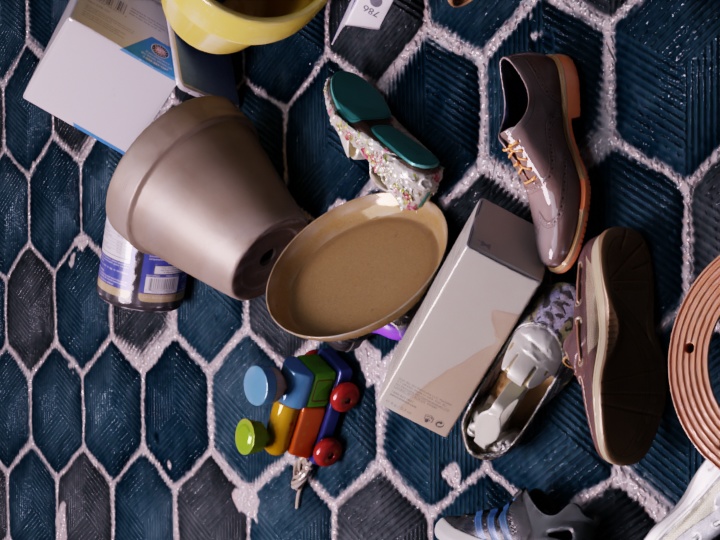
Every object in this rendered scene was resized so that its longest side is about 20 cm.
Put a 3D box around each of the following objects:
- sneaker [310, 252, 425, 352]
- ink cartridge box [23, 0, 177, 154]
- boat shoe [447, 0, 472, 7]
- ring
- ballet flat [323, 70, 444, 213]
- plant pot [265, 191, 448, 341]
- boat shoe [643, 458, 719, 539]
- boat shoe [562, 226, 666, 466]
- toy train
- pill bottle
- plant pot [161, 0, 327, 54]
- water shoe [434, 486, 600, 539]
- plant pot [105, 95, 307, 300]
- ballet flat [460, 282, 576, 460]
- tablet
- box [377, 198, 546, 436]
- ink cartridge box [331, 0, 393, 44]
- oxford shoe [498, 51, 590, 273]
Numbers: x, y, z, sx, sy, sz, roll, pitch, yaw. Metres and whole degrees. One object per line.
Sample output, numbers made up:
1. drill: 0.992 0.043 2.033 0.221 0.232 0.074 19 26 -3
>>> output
1. sneaker: 0.001 0.044 1.674 0.200 0.069 0.101 37 127 50
2. ink cartridge box: -0.286 -0.276 1.921 0.145 0.146 0.201 -48 20 41
3. boat shoe: 0.133 -0.305 1.482 0.200 0.075 0.075 -31 71 59
4. ring: 0.325 0.067 1.219 0.199 0.019 0.203 -10 74 37
5. ballet flat: 0.014 -0.129 1.643 0.200 0.075 0.064 53 137 42
6. plant pot: 0.000 0.000 1.604 0.199 0.200 0.028 30 158 49
7. boat shoe: 0.280 0.220 1.284 0.203 0.074 0.065 -61 41 25
8. boat shoe: 0.212 0.067 1.381 0.072 0.071 0.203 -19 71 61
9. toy train: -0.086 0.184 1.746 0.085 0.115 0.202 42 123 45
10. pill bottle: -0.258 -0.058 1.982 0.112 0.111 0.202 29 113 50
11. plant pot: -0.137 -0.330 1.758 0.189 0.198 0.203 149 114 -66
12. water shoe: 0.149 0.240 1.484 0.199 0.071 0.080 5 67 55
13. plant pot: -0.156 -0.066 1.798 0.173 0.199 0.201 42 125 26
14. ballet flat: 0.147 0.100 1.462 0.072 0.071 0.201 56 133 37
15. tablet: -0.194 -0.294 1.883 0.014 0.130 0.202 -17 75 24
16. box: 0.096 0.045 1.495 0.201 0.077 0.095 -62 2 34
17. ink cartridge box: 0.036 -0.315 1.595 0.201 0.039 0.100 -58 9 36
18. oxford shoe: 0.155 -0.096 1.433 0.071 0.072 0.203 -29 62 58
